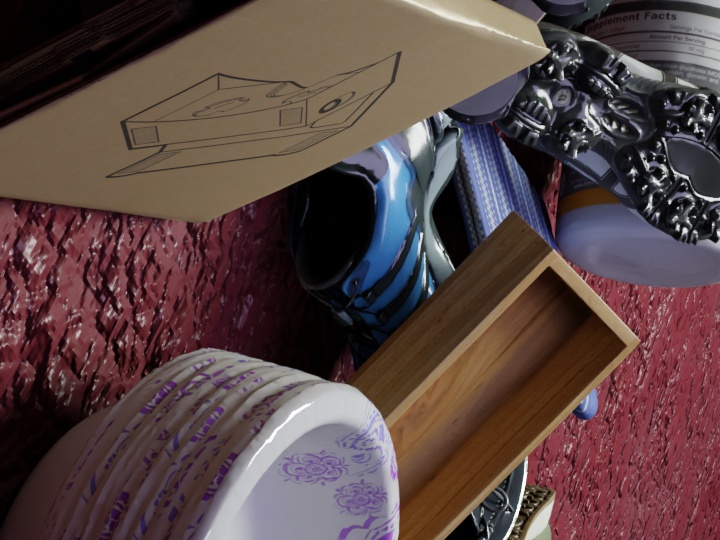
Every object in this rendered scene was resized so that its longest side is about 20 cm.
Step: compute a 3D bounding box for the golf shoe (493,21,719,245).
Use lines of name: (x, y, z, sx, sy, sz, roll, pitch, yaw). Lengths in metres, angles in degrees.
golf shoe: (0.131, -0.082, 0.980, 0.199, 0.094, 0.078, 29, 98, -36)

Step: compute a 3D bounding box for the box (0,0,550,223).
box: (-0.040, -0.060, 0.637, 0.200, 0.162, 0.021, 6, 64, -65)

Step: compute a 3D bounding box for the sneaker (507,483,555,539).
sneaker: (0.066, 0.188, 1.091, 0.200, 0.067, 0.091, -18, 115, -65)

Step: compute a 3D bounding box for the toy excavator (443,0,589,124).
toy excavator: (0.024, -0.188, 0.758, 0.195, 0.199, 0.100, -50, -160, 29)

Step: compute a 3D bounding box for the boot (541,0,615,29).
boot: (0.098, -0.181, 0.963, 0.199, 0.073, 0.163, -62, 158, -23)

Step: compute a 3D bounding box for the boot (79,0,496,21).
boot: (0.020, -0.116, 0.662, 0.165, 0.198, 0.066, -25, 102, -65)

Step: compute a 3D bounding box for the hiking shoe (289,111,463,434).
hiking shoe: (0.000, 0.000, 0.863, 0.086, 0.074, 0.202, -30, 125, -39)

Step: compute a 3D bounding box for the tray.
tray: (0.030, 0.074, 0.859, 0.200, 0.037, 0.099, -46, 138, 3)

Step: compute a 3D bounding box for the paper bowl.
paper bowl: (-0.071, 0.130, 0.724, 0.201, 0.104, 0.202, -41, 138, -50)

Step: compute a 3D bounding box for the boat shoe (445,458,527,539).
boat shoe: (0.040, 0.127, 0.982, 0.200, 0.074, 0.063, -47, 163, -47)

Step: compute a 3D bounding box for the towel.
towel: (0.078, -0.010, 0.981, 0.200, 0.024, 0.146, 44, 29, -61)

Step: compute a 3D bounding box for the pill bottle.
pill bottle: (0.181, -0.100, 1.101, 0.116, 0.115, 0.202, 44, 52, -62)
